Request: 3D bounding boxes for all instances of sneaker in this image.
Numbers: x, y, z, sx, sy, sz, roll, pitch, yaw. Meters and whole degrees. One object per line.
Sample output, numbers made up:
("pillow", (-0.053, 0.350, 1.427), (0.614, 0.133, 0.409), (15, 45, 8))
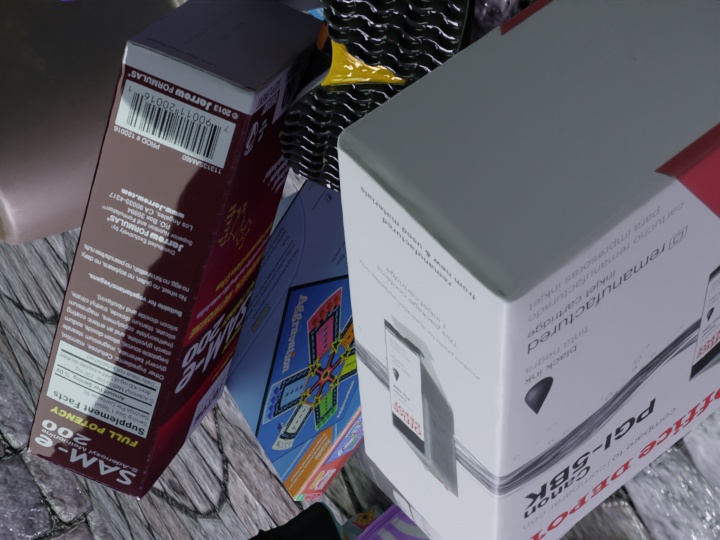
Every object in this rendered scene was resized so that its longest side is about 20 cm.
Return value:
("sneaker", (0.018, -0.104, 0.699), (0.070, 0.090, 0.200), (19, 152, 3))

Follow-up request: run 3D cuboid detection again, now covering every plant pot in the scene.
("plant pot", (-0.153, -0.105, 0.984), (0.200, 0.174, 0.201), (49, 162, 23))

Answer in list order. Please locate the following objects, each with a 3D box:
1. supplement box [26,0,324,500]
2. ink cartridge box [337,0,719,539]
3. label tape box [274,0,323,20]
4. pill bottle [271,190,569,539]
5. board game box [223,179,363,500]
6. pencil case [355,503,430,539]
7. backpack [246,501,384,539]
("supplement box", (-0.079, -0.014, 0.765), (0.061, 0.109, 0.201), (22, 117, 7))
("ink cartridge box", (0.075, 0.002, 0.611), (0.083, 0.146, 0.200), (45, 159, 28))
("label tape box", (-0.071, -0.192, 0.801), (0.144, 0.063, 0.200), (49, 160, 25))
("pill bottle", (0.026, 0.045, 0.861), (0.200, 0.113, 0.114), (40, 156, 40))
("board game box", (0.000, 0.000, 0.795), (0.200, 0.019, 0.103), (-55, 51, 29))
("pencil case", (0.028, 0.150, 0.902), (0.086, 0.200, 0.084), (54, 157, -10))
("backpack", (-0.010, 0.283, 1.277), (0.201, 0.152, 0.176), (89, 155, -47))
